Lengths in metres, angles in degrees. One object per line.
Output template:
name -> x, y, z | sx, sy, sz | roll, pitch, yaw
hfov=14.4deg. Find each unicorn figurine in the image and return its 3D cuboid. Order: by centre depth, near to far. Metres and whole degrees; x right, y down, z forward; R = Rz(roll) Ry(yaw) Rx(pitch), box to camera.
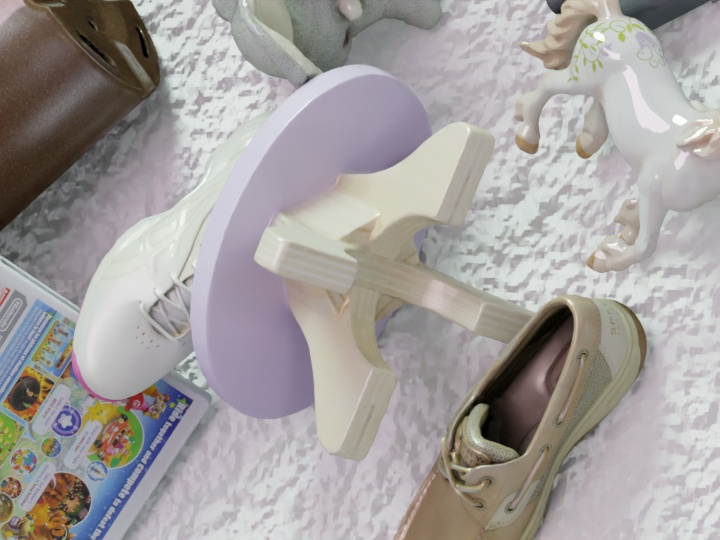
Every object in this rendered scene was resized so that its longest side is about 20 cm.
unicorn figurine -> 0.156, -0.065, 1.464 | 0.200, 0.074, 0.137 | 48, 134, 10

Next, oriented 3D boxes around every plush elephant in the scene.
plush elephant -> -0.024, -0.175, 1.596 | 0.199, 0.155, 0.165 | -19, 20, -2

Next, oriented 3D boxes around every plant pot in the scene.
plant pot -> -0.240, -0.111, 1.715 | 0.198, 0.200, 0.201 | -35, 60, 15

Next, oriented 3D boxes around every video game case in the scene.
video game case -> -0.207, 0.077, 1.667 | 0.200, 0.018, 0.143 | 34, 102, -3

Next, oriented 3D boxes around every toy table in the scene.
toy table -> 0.000, 0.000, 1.524 | 0.117, 0.183, 0.201 | 32, 113, 54

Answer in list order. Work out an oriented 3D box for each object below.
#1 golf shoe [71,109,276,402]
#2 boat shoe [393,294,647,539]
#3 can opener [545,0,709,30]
golf shoe -> -0.087, -0.005, 1.602 | 0.200, 0.075, 0.092 | -50, 20, 1
boat shoe -> 0.070, 0.095, 1.503 | 0.200, 0.065, 0.072 | -54, 54, 16
can opener -> 0.175, -0.175, 1.488 | 0.200, 0.067, 0.054 | -27, 65, 29
